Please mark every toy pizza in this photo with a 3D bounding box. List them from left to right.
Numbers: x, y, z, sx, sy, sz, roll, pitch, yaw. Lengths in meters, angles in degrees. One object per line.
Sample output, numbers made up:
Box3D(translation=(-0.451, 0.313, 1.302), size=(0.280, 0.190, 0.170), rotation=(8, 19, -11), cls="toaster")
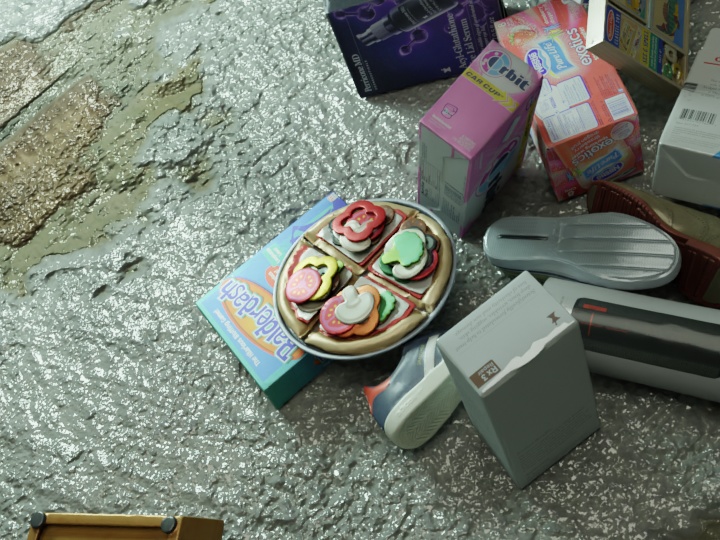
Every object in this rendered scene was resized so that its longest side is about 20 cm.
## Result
Box3D(translation=(0.000, 0.000, 1.076), size=(0.197, 0.032, 0.203), rotation=(-12, 50, 14), cls="toy pizza")

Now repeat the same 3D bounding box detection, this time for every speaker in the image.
Box3D(translation=(0.258, 0.063, 0.975), size=(0.197, 0.082, 0.082), rotation=(12, 62, 26), cls="speaker")

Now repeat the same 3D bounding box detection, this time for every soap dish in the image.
Box3D(translation=(-0.236, 0.301, 0.992), size=(0.197, 0.082, 0.159), rotation=(-4, 56, 19), cls="soap dish")

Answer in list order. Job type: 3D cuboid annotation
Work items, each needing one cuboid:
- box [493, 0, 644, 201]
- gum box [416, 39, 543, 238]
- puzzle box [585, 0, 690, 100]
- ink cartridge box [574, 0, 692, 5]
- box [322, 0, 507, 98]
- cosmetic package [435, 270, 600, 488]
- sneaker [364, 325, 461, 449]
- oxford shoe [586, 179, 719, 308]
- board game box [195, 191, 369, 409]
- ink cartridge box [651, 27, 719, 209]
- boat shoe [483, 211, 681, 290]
Box3D(translation=(0.222, -0.189, 1.148), size=(0.101, 0.095, 0.202), rotation=(-19, 53, 6), cls="box")
Box3D(translation=(0.117, -0.125, 1.084), size=(0.066, 0.200, 0.114), rotation=(38, 75, 15), cls="gum box")
Box3D(translation=(0.296, -0.296, 1.118), size=(0.025, 0.132, 0.203), rotation=(-19, 57, 53), cls="puzzle box")
Box3D(translation=(0.259, -0.365, 1.224), size=(0.194, 0.044, 0.200), rotation=(-11, 42, -35), cls="ink cartridge box")
Box3D(translation=(0.068, -0.309, 1.253), size=(0.197, 0.149, 0.106), rotation=(-13, 54, 13), cls="box")
Box3D(translation=(0.141, 0.099, 0.916), size=(0.101, 0.201, 0.074), rotation=(-36, 53, -8), cls="cosmetic package")
Box3D(translation=(0.086, 0.079, 1.033), size=(0.199, 0.075, 0.084), rotation=(-37, 45, -12), cls="sneaker")
Box3D(translation=(0.307, -0.033, 1.044), size=(0.074, 0.071, 0.200), rotation=(-20, 45, -30), cls="oxford shoe")
Box3D(translation=(-0.058, 0.027, 1.135), size=(0.199, 0.045, 0.152), rotation=(-40, 53, -9), cls="board game box")
Box3D(translation=(0.377, -0.152, 1.065), size=(0.114, 0.068, 0.201), rotation=(17, 52, 22), cls="ink cartridge box")
Box3D(translation=(0.218, -0.015, 1.041), size=(0.197, 0.062, 0.073), rotation=(9, 70, 32), cls="boat shoe")
